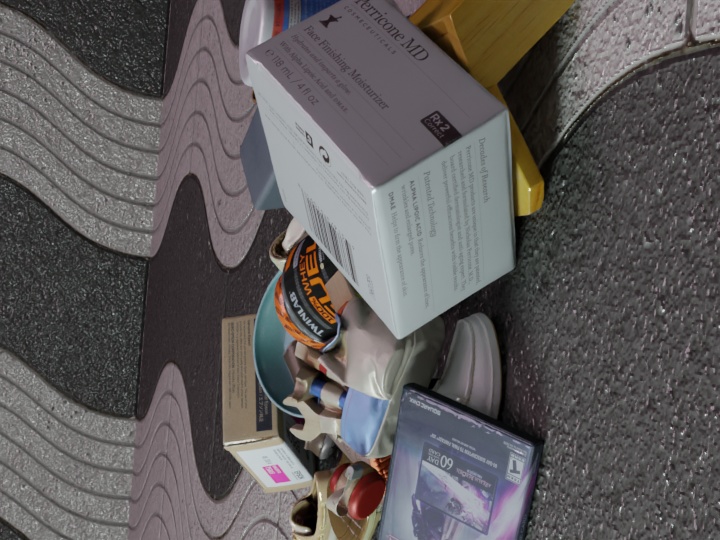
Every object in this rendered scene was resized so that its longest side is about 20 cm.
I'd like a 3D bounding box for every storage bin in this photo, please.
[{"bbox_3d":[-0.056,-0.131,1.478,0.200,0.133,0.147,132,123,-71],"label":"storage bin"}]

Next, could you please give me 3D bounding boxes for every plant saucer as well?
[{"bbox_3d":[-0.040,0.071,1.474,0.198,0.036,0.203,-13,70,37],"label":"plant saucer"}]

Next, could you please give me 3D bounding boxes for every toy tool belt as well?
[{"bbox_3d":[-0.009,0.111,1.178,0.122,0.124,0.202,28,106,32],"label":"toy tool belt"}]

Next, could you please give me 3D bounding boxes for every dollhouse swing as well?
[{"bbox_3d":[0.128,-0.170,1.123,0.182,0.176,0.200,-46,11,-13],"label":"dollhouse swing"}]

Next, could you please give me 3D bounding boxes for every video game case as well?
[{"bbox_3d":[0.077,0.214,1.097,0.142,0.019,0.203,21,107,39],"label":"video game case"}]

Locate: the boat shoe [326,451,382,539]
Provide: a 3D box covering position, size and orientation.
[{"bbox_3d":[0.013,0.215,1.365,0.073,0.062,0.202,41,131,37],"label":"boat shoe"}]

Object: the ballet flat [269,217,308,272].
[{"bbox_3d":[-0.019,-0.069,1.372,0.200,0.062,0.068,-48,49,9],"label":"ballet flat"}]

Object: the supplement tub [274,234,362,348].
[{"bbox_3d":[0.000,0.000,1.281,0.200,0.121,0.124,-37,49,50],"label":"supplement tub"}]

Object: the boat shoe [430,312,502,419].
[{"bbox_3d":[0.078,0.136,1.141,0.071,0.068,0.203,-157,73,-73],"label":"boat shoe"}]

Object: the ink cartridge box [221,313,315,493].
[{"bbox_3d":[-0.113,0.168,1.605,0.200,0.074,0.167,67,-164,-63],"label":"ink cartridge box"}]

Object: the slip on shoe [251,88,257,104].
[{"bbox_3d":[-0.077,-0.240,1.512,0.200,0.060,0.077,149,120,-67],"label":"slip on shoe"}]

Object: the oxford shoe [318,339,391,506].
[{"bbox_3d":[0.010,0.163,1.271,0.073,0.071,0.202,-30,79,47],"label":"oxford shoe"}]

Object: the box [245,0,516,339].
[{"bbox_3d":[0.021,-0.090,1.080,0.199,0.130,0.201,48,161,35],"label":"box"}]

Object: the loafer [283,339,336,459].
[{"bbox_3d":[-0.049,0.105,1.389,0.073,0.070,0.202,100,173,-64],"label":"loafer"}]

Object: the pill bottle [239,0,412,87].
[{"bbox_3d":[-0.020,-0.235,1.335,0.112,0.197,0.114,-175,90,-73],"label":"pill bottle"}]

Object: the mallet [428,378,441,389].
[{"bbox_3d":[0.074,0.200,1.204,0.066,0.041,0.203,143,125,-64],"label":"mallet"}]

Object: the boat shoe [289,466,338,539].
[{"bbox_3d":[-0.051,0.290,1.512,0.201,0.068,0.074,112,156,-43],"label":"boat shoe"}]
